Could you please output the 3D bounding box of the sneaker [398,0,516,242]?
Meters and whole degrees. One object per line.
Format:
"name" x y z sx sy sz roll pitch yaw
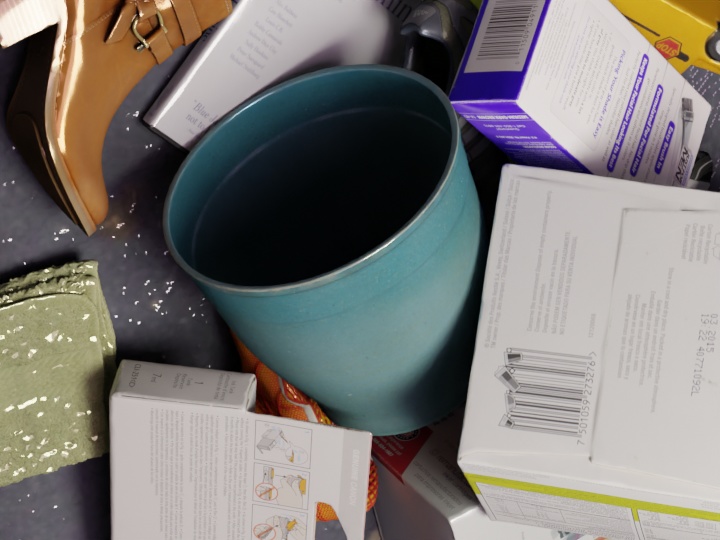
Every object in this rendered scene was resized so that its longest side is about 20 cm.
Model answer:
"sneaker" 0.060 -0.100 1.460 0.081 0.074 0.200 -29 121 -40

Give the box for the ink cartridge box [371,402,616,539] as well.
"ink cartridge box" 0.127 0.162 1.605 0.200 0.145 0.145 -26 123 -19

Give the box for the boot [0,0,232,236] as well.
"boot" -0.152 -0.134 1.359 0.155 0.077 0.200 -28 116 -21

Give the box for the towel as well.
"towel" -0.252 0.080 1.414 0.200 0.036 0.149 -19 121 -23

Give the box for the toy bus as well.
"toy bus" 0.182 -0.188 1.487 0.200 0.065 0.078 25 130 -23

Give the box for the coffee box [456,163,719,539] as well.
"coffee box" 0.185 0.066 1.408 0.198 0.200 0.200 60 39 -70

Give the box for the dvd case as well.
"dvd case" -0.037 -0.143 1.446 0.143 0.018 0.200 35 92 -36

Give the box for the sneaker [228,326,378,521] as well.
"sneaker" -0.057 0.100 1.517 0.077 0.073 0.200 -17 112 18

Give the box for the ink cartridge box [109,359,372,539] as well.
"ink cartridge box" -0.082 0.160 1.469 0.176 0.045 0.200 7 126 4

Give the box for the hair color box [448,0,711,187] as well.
"hair color box" 0.149 -0.111 1.432 0.200 0.065 0.109 36 66 -42

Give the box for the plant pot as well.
"plant pot" 0.000 0.000 1.411 0.200 0.200 0.188 -37 132 -10

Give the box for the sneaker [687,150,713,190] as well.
"sneaker" 0.188 -0.112 1.558 0.200 0.080 0.086 17 93 -40
